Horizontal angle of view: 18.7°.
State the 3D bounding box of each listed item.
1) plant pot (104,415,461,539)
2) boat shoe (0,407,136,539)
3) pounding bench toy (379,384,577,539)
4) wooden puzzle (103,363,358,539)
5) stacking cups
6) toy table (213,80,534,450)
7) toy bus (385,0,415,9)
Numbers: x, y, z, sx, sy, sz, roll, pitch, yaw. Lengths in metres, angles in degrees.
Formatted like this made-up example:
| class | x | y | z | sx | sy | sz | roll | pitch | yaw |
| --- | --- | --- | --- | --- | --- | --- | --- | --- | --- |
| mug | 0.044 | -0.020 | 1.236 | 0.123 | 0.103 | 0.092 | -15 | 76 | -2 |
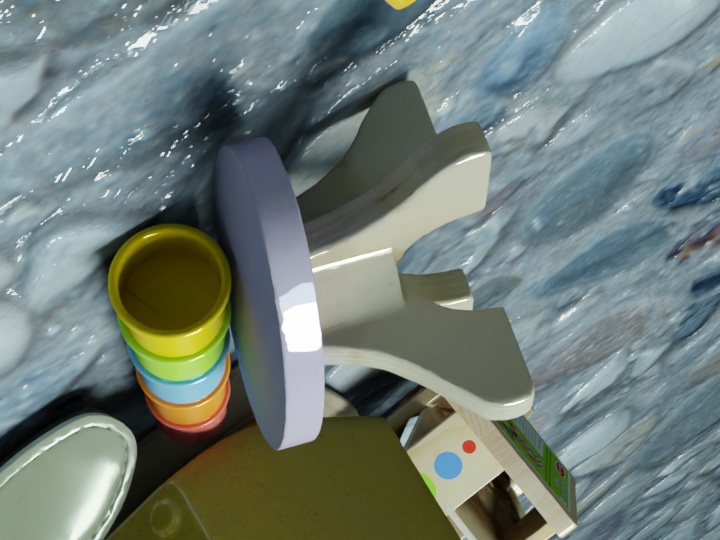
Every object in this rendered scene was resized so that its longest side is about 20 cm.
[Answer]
| class | x | y | z | sx | sy | sz | roll | pitch | yaw |
| --- | --- | --- | --- | --- | --- | --- | --- | --- | --- |
| plant pot | -0.059 | 0.203 | 1.229 | 0.195 | 0.195 | 0.200 | -43 | 151 | 18 |
| boat shoe | -0.198 | 0.149 | 1.192 | 0.201 | 0.072 | 0.061 | -51 | -157 | 7 |
| pounding bench toy | 0.048 | 0.148 | 1.482 | 0.156 | 0.124 | 0.200 | -39 | -176 | 10 |
| wooden puzzle | -0.090 | 0.138 | 1.358 | 0.185 | 0.046 | 0.200 | -38 | 160 | 4 |
| stacking cups | -0.089 | 0.039 | 1.132 | 0.060 | 0.061 | 0.200 | -32 | 162 | -10 |
| toy table | 0.000 | 0.000 | 1.049 | 0.117 | 0.185 | 0.200 | -14 | 164 | -10 |
| toy bus | 0.075 | -0.189 | 0.884 | 0.200 | 0.065 | 0.078 | -40 | 161 | 9 |
